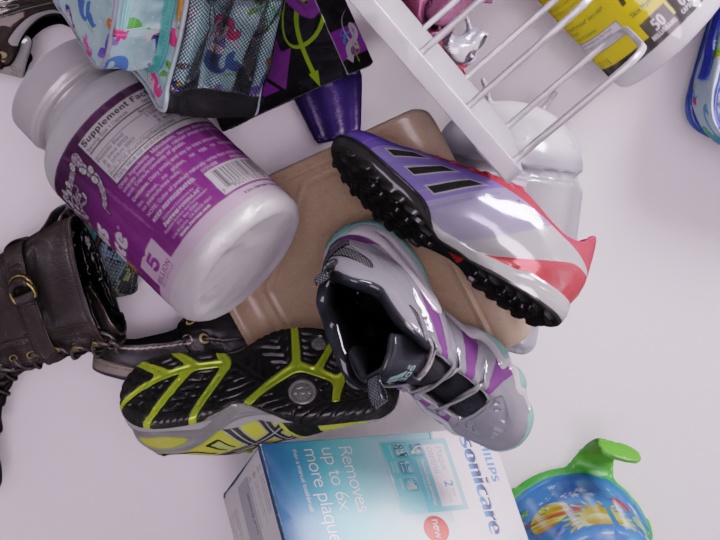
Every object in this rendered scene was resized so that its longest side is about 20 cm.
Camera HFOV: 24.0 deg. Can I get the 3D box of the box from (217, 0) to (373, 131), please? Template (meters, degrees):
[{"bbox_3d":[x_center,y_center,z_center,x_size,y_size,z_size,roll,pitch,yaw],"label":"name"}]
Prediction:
[{"bbox_3d":[-0.089,-0.216,1.232,0.036,0.142,0.201,-30,98,-46],"label":"box"}]

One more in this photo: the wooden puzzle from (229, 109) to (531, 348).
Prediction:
[{"bbox_3d":[0.000,0.000,1.223,0.199,0.037,0.186,-24,105,18],"label":"wooden puzzle"}]

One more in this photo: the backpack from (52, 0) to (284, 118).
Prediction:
[{"bbox_3d":[-0.115,-0.222,1.115,0.150,0.178,0.201,6,120,-32],"label":"backpack"}]

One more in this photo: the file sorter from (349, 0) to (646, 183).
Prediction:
[{"bbox_3d":[0.076,-0.185,1.121,0.124,0.139,0.200,-41,99,11],"label":"file sorter"}]

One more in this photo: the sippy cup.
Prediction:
[{"bbox_3d":[0.172,0.230,1.297,0.139,0.130,0.179,-21,97,-4],"label":"sippy cup"}]

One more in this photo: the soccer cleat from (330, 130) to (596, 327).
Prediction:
[{"bbox_3d":[0.070,-0.043,1.152,0.199,0.068,0.073,35,74,-8],"label":"soccer cleat"}]

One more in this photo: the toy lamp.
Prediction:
[{"bbox_3d":[-0.037,-0.197,1.274,0.058,0.058,0.202,-11,96,-5],"label":"toy lamp"}]

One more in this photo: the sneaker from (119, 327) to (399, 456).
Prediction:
[{"bbox_3d":[-0.070,0.093,1.223,0.198,0.077,0.076,-3,57,4],"label":"sneaker"}]

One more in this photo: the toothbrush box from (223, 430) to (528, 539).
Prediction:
[{"bbox_3d":[0.018,0.203,1.237,0.199,0.085,0.147,0,57,-29],"label":"toothbrush box"}]

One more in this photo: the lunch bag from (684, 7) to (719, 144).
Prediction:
[{"bbox_3d":[0.344,-0.181,1.302,0.160,0.082,0.201,14,94,-8],"label":"lunch bag"}]

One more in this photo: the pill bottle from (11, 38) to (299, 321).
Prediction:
[{"bbox_3d":[-0.146,-0.067,1.167,0.200,0.112,0.112,43,90,18],"label":"pill bottle"}]

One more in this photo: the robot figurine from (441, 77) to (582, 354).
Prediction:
[{"bbox_3d":[0.105,-0.040,1.273,0.169,0.113,0.202,4,96,-45],"label":"robot figurine"}]

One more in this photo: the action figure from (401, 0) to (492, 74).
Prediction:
[{"bbox_3d":[0.039,-0.225,1.216,0.148,0.134,0.201,-18,94,-35],"label":"action figure"}]

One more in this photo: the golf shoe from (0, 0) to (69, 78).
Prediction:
[{"bbox_3d":[-0.291,-0.172,1.239,0.199,0.078,0.095,-30,98,-2],"label":"golf shoe"}]

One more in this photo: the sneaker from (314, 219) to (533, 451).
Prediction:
[{"bbox_3d":[0.036,0.068,1.144,0.200,0.140,0.078,46,113,-7],"label":"sneaker"}]

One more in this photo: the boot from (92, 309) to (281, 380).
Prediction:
[{"bbox_3d":[-0.103,0.010,1.276,0.198,0.073,0.152,-1,96,-10],"label":"boot"}]

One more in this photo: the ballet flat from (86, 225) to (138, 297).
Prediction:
[{"bbox_3d":[-0.167,-0.074,1.274,0.074,0.074,0.201,18,95,-7],"label":"ballet flat"}]

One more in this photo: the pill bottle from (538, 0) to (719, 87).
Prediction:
[{"bbox_3d":[0.169,-0.244,1.263,0.111,0.111,0.200,-45,97,-1],"label":"pill bottle"}]

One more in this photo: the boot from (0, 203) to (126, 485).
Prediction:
[{"bbox_3d":[-0.248,0.065,1.236,0.173,0.069,0.201,-13,95,21],"label":"boot"}]
